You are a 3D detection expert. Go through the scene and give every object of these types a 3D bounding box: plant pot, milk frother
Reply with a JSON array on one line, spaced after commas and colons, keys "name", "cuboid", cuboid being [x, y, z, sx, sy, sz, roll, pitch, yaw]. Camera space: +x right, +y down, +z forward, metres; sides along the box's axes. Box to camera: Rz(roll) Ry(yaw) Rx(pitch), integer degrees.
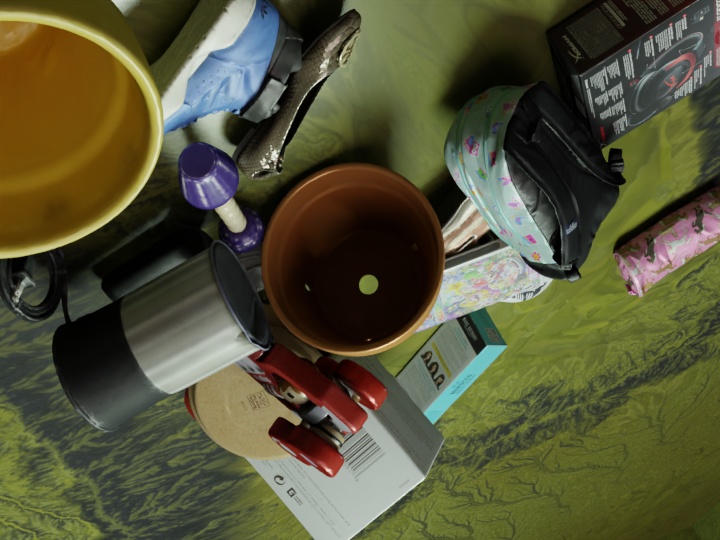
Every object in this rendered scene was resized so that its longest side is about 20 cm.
[{"name": "plant pot", "cuboid": [0.000, 0.000, 0.993, 0.197, 0.203, 0.140, -28, 165, 2]}, {"name": "plant pot", "cuboid": [-0.250, -0.145, 0.599, 0.197, 0.191, 0.203, -18, 146, -13]}, {"name": "milk frother", "cuboid": [-0.217, 0.025, 0.859, 0.185, 0.183, 0.200, -27, 153, 7]}]

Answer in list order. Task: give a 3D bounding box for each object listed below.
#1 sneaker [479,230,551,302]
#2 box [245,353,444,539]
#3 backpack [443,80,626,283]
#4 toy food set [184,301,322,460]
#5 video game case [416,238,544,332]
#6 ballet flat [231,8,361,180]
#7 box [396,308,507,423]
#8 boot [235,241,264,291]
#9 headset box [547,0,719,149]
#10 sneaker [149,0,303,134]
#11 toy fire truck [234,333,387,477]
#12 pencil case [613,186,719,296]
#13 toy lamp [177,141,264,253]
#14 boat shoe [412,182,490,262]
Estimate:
[{"name": "sneaker", "cuboid": [0.189, -0.013, 1.195, 0.195, 0.076, 0.116, -12, 147, -17]}, {"name": "box", "cuboid": [-0.026, 0.237, 1.232, 0.200, 0.200, 0.131, -43, 178, 22]}, {"name": "backpack", "cuboid": [0.185, -0.106, 0.971, 0.200, 0.125, 0.169, 45, 62, -34]}, {"name": "toy food set", "cuboid": [-0.127, 0.151, 1.128, 0.196, 0.049, 0.201, -35, 108, 16]}, {"name": "video game case", "cuboid": [0.135, 0.017, 1.120, 0.196, 0.018, 0.144, -20, 152, 3]}, {"name": "ballet flat", "cuboid": [-0.054, -0.157, 0.836, 0.200, 0.046, 0.067, -48, 176, 30]}, {"name": "box", "cuboid": [0.131, 0.145, 1.359, 0.048, 0.083, 0.201, 5, 135, -41]}, {"name": "boot", "cuboid": [-0.156, 0.043, 1.002, 0.196, 0.097, 0.074, -22, 147, -9]}, {"name": "headset box", "cuboid": [0.317, -0.245, 0.979, 0.198, 0.076, 0.149, -32, 147, 6]}, {"name": "sneaker", "cuboid": [-0.132, -0.149, 0.781, 0.200, 0.077, 0.110, -46, 134, 15]}, {"name": "toy fire truck", "cuboid": [-0.074, 0.128, 0.989, 0.113, 0.167, 0.199, -53, -166, -15]}, {"name": "pencil case", "cuboid": [0.484, -0.043, 1.367, 0.198, 0.088, 0.083, -32, 178, 6]}, {"name": "toy lamp", "cuboid": [-0.132, -0.069, 0.857, 0.057, 0.059, 0.200, -26, 167, -2]}, {"name": "boat shoe", "cuboid": [0.113, -0.042, 1.086, 0.071, 0.076, 0.200, 34, 118, -22]}]
